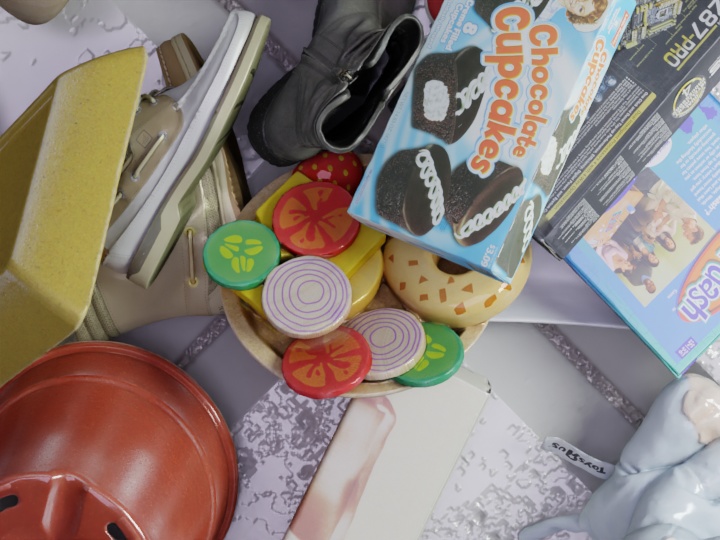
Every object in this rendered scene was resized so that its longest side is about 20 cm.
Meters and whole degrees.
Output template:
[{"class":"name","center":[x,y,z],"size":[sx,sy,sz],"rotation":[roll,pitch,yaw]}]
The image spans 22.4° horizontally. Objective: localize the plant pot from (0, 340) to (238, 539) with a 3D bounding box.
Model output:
[{"class":"plant pot","center":[-0.192,0.173,1.222],"size":[0.198,0.195,0.203],"rotation":[1,105,3]}]

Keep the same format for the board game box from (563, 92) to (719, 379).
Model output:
[{"class":"board game box","center":[0.200,-0.051,1.243],"size":[0.152,0.045,0.200],"rotation":[-44,86,5]}]

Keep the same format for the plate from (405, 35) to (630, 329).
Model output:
[{"class":"plate","center":[0.128,-0.062,1.288],"size":[0.197,0.032,0.202],"rotation":[2,92,5]}]

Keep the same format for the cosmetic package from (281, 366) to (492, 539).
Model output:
[{"class":"cosmetic package","center":[0.010,0.151,1.270],"size":[0.087,0.103,0.202],"rotation":[27,92,3]}]

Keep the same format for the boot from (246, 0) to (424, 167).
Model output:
[{"class":"boot","center":[0.010,-0.153,1.225],"size":[0.068,0.130,0.201],"rotation":[37,71,-22]}]

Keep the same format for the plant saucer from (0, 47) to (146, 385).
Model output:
[{"class":"plant saucer","center":[-0.219,-0.035,1.203],"size":[0.048,0.200,0.202],"rotation":[21,62,-24]}]

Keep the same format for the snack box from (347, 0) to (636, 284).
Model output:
[{"class":"snack box","center":[0.084,-0.105,1.168],"size":[0.115,0.037,0.202],"rotation":[22,85,30]}]

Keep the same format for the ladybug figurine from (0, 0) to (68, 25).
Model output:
[{"class":"ladybug figurine","center":[-0.222,-0.274,1.263],"size":[0.071,0.135,0.202],"rotation":[11,97,-33]}]

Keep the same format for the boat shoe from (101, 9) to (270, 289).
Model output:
[{"class":"boat shoe","center":[-0.128,-0.090,1.217],"size":[0.068,0.075,0.201],"rotation":[28,97,0]}]

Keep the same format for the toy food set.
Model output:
[{"class":"toy food set","center":[0.000,0.000,1.220],"size":[0.199,0.049,0.198],"rotation":[35,65,21]}]

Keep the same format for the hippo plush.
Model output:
[{"class":"hippo plush","center":[0.214,0.168,1.205],"size":[0.198,0.161,0.161],"rotation":[13,111,3]}]

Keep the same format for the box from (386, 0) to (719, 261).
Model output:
[{"class":"box","center":[0.137,-0.133,1.201],"size":[0.200,0.049,0.161],"rotation":[-49,58,2]}]

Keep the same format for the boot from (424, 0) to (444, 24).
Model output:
[{"class":"boot","center":[0.096,-0.259,1.222],"size":[0.072,0.144,0.202],"rotation":[27,89,10]}]

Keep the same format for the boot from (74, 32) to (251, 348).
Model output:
[{"class":"boot","center":[-0.159,-0.055,1.297],"size":[0.154,0.073,0.202],"rotation":[-14,94,6]}]
